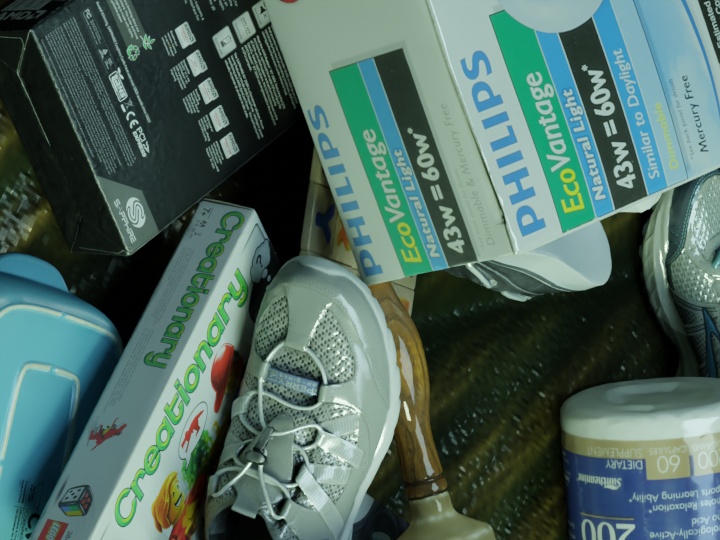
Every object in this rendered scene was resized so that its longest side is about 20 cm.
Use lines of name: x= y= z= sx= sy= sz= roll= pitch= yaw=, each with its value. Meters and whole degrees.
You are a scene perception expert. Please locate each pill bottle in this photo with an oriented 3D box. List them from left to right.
pill bottle: x=0.173 y=0.167 z=1.684 sx=0.111 sy=0.111 sz=0.201 roll=-13 pitch=101 yaw=-43

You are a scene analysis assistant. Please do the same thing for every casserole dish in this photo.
casserole dish: x=-0.164 y=0.092 z=1.399 sx=0.121 sy=0.039 sz=0.201 roll=18 pitch=80 yaw=-44

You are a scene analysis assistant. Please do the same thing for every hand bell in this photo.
hand bell: x=0.030 y=0.103 z=1.521 sx=0.104 sy=0.104 sz=0.201 roll=-16 pitch=92 yaw=-43

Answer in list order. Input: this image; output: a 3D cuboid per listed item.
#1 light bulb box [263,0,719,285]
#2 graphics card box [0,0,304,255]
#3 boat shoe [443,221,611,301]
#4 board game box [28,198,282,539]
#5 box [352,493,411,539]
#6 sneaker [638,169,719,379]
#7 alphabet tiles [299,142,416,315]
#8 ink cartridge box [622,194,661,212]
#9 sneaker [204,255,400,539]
light bulb box: x=0.077 y=-0.120 z=1.444 sx=0.200 sy=0.125 sz=0.199 roll=-24 pitch=97 yaw=-36
graphics card box: x=-0.084 y=-0.110 z=1.457 sx=0.200 sy=0.051 sz=0.126 roll=-42 pitch=121 yaw=-36
boat shoe: x=0.059 y=-0.027 z=1.572 sx=0.200 sy=0.068 sz=0.072 roll=24 pitch=51 yaw=-57
board game box: x=-0.085 y=0.083 z=1.440 sx=0.201 sy=0.034 sz=0.126 roll=-65 pitch=151 yaw=-27
box: x=0.001 y=0.188 z=1.567 sx=0.200 sy=0.041 sz=0.119 roll=35 pitch=68 yaw=-38
sneaker: x=0.223 y=0.033 z=1.744 sx=0.077 sy=0.086 sz=0.201 roll=-24 pitch=109 yaw=-42
alphabet tiles: x=0.000 y=0.000 z=1.528 sx=0.167 sy=0.008 sz=0.201 roll=21 pitch=76 yaw=-70
ink cartridge box: x=0.101 y=-0.144 z=1.614 sx=0.200 sy=0.084 sz=0.145 roll=44 pitch=62 yaw=-36
sneaker: x=-0.033 y=0.094 z=1.420 sx=0.082 sy=0.074 sz=0.201 roll=-21 pitch=120 yaw=-64
